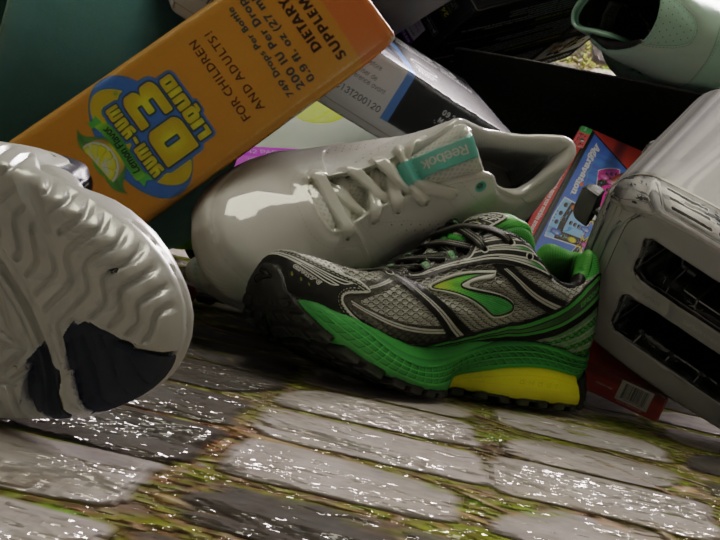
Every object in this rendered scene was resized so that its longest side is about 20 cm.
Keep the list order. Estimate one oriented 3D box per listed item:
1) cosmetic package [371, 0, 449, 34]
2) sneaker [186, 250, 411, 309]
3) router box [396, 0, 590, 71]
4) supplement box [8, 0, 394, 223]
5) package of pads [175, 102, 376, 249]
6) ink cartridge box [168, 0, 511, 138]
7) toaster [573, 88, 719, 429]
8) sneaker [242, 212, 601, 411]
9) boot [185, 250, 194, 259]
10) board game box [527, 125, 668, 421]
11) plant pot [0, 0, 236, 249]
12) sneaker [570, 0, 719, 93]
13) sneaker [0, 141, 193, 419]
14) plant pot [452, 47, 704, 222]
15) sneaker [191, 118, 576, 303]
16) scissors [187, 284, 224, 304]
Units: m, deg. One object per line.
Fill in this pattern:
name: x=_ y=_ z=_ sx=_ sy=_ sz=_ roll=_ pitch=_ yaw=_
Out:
cosmetic package: x=-0.018 y=-0.190 z=1.079 sx=0.113 sy=0.081 sz=0.200 roll=26 pitch=-21 yaw=-20
sneaker: x=0.000 y=0.000 z=0.966 sx=0.200 sy=0.075 sz=0.088 roll=8 pitch=-6 yaw=-44
router box: x=0.097 y=-0.171 z=1.189 sx=0.200 sy=0.051 sz=0.149 roll=-19 pitch=-11 yaw=-36
supplement box: x=-0.083 y=-0.070 z=0.838 sx=0.067 sy=0.200 sz=0.069 roll=54 pitch=-18 yaw=-7
package of pads: x=-0.033 y=-0.080 z=1.242 sx=0.200 sy=0.068 sz=0.155 roll=3 pitch=40 yaw=-14
ink cartridge box: x=-0.021 y=-0.126 z=1.008 sx=0.198 sy=0.043 sz=0.200 roll=30 pitch=10 yaw=-18
toaster: x=0.201 y=0.007 z=0.890 sx=0.200 sy=0.114 sz=0.129 roll=36 pitch=44 yaw=20
sneaker: x=0.030 y=0.011 z=0.825 sx=0.200 sy=0.085 sz=0.078 roll=8 pitch=5 yaw=-44
boot: x=-0.014 y=-0.002 z=1.261 sx=0.200 sy=0.068 sz=0.131 roll=14 pitch=16 yaw=26
board game box: x=0.136 y=-0.005 z=0.980 sx=0.103 sy=0.019 sz=0.200 roll=25 pitch=39 yaw=6
plant pot: x=-0.160 y=-0.097 z=1.071 sx=0.161 sy=0.201 sz=0.201 roll=18 pitch=1 yaw=-23
sneaker: x=0.171 y=-0.153 z=1.116 sx=0.118 sy=0.074 sz=0.200 roll=18 pitch=3 yaw=-22
sneaker: x=-0.102 y=-0.003 z=0.585 sx=0.199 sy=0.080 sz=0.130 roll=2 pitch=5 yaw=37
plant pot: x=0.162 y=-0.027 z=1.172 sx=0.200 sy=0.178 sz=0.199 roll=13 pitch=3 yaw=20
sneaker: x=0.015 y=-0.039 z=0.850 sx=0.200 sy=0.075 sz=0.088 roll=-15 pitch=-11 yaw=-39
scissors: x=-0.097 y=0.009 z=0.990 sx=0.073 sy=0.014 sz=0.200 roll=12 pitch=4 yaw=38
